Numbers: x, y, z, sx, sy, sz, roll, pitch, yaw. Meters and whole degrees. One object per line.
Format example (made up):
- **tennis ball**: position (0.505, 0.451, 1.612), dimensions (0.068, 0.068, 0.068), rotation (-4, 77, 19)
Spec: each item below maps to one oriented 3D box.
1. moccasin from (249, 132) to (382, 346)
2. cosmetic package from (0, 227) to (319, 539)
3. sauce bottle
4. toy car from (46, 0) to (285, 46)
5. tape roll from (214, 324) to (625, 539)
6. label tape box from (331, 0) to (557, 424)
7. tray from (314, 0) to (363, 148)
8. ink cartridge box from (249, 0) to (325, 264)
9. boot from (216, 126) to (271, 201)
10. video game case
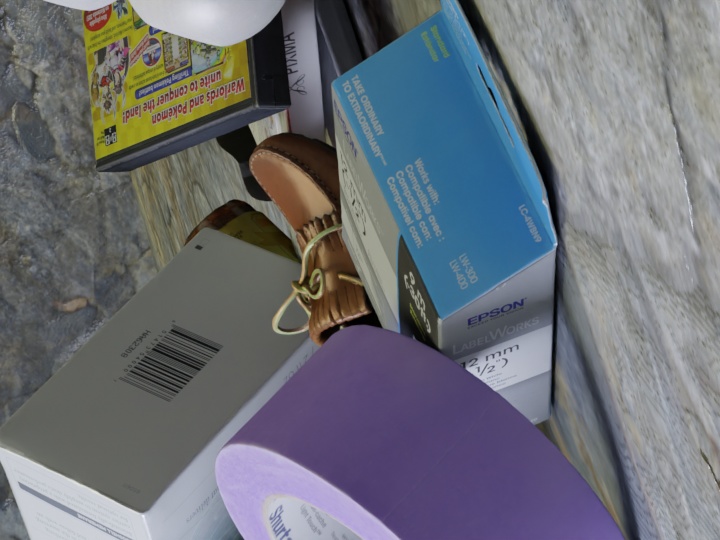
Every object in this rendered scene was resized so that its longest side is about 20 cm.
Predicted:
- **moccasin**: position (0.000, 0.018, 1.338), dimensions (0.202, 0.078, 0.074), rotation (59, 157, 3)
- **cosmetic package**: position (-0.087, 0.124, 1.497), dimensions (0.123, 0.199, 0.201), rotation (22, 142, 31)
- **sauce bottle**: position (-0.028, 0.039, 1.592), dimensions (0.200, 0.066, 0.066), rotation (44, 162, 19)
- **toy car**: position (-0.076, -0.200, 1.240), dimensions (0.150, 0.199, 0.176), rotation (16, -90, -60)
- **tape roll**: position (0.031, 0.127, 1.202), dimensions (0.200, 0.085, 0.200), rotation (38, 157, 19)
- **label tape box**: position (0.038, -0.025, 1.194), dimensions (0.200, 0.066, 0.144), rotation (82, 166, -59)
- **tray**: position (-0.012, -0.114, 1.483), dimensions (0.107, 0.022, 0.201), rotation (130, 122, -81)
- **ink cartridge box**: position (-0.045, -0.119, 1.457), dimensions (0.200, 0.044, 0.177), rotation (86, 164, -60)
- **boot**: position (-0.064, -0.117, 1.681), dimensions (0.200, 0.073, 0.076), rotation (88, 172, -70)
- **video game case**: position (-0.103, -0.160, 1.404), dimensions (0.200, 0.025, 0.182), rotation (-15, 79, 58)
